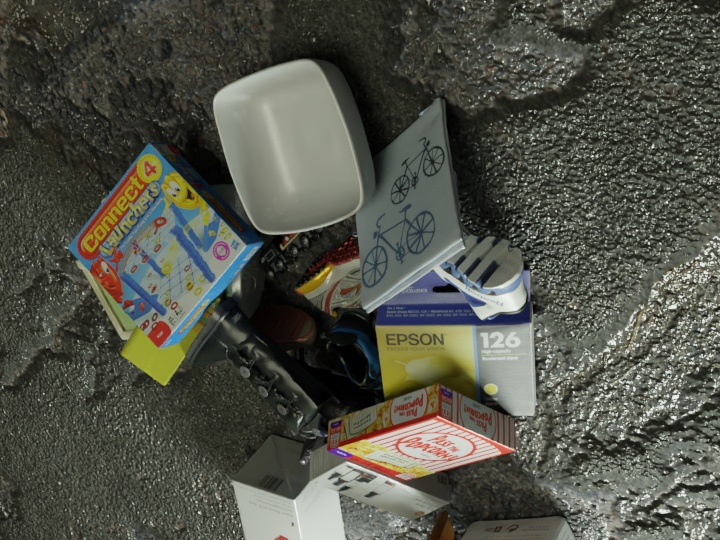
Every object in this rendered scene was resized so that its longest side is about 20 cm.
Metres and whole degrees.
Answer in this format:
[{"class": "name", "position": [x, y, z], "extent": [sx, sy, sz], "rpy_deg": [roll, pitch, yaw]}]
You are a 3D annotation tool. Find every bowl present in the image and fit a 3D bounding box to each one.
[{"class": "bowl", "position": [-0.071, -0.154, 1.243], "extent": [0.199, 0.075, 0.201], "rpy_deg": [-10, 102, 39]}]

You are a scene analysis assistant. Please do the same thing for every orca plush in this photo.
[{"class": "orca plush", "position": [-0.039, 0.160, 1.427], "extent": [0.200, 0.105, 0.071], "rpy_deg": [46, 172, 36]}]

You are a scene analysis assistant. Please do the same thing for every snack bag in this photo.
[{"class": "snack bag", "position": [0.051, -0.075, 1.183], "extent": [0.021, 0.201, 0.188], "rpy_deg": [15, 145, -31]}]

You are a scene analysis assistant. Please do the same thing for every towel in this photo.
[{"class": "towel", "position": [-0.273, 0.078, 1.453], "extent": [0.086, 0.018, 0.200], "rpy_deg": [37, 123, 0]}]

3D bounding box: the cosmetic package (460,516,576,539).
[{"class": "cosmetic package", "position": [0.230, 0.480, 1.420], "extent": [0.164, 0.165, 0.201], "rpy_deg": [-14, 110, 40]}]

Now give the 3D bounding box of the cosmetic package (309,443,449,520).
[{"class": "cosmetic package", "position": [0.029, 0.298, 1.438], "extent": [0.199, 0.051, 0.082], "rpy_deg": [28, 136, -31]}]

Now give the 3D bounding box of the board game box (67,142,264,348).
[{"class": "board game box", "position": [-0.266, -0.034, 1.364], "extent": [0.196, 0.056, 0.200], "rpy_deg": [45, 107, 10]}]

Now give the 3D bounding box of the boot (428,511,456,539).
[{"class": "boot", "position": [0.095, 0.425, 1.451], "extent": [0.068, 0.200, 0.189], "rpy_deg": [-10, 118, 35]}]

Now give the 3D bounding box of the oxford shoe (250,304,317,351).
[{"class": "oxford shoe", "position": [-0.131, 0.100, 1.485], "extent": [0.199, 0.071, 0.074], "rpy_deg": [-1, 133, 42]}]

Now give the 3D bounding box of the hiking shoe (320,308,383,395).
[{"class": "hiking shoe", "position": [0.027, 0.146, 1.385], "extent": [0.200, 0.087, 0.074], "rpy_deg": [46, 134, -1]}]

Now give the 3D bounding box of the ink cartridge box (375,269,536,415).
[{"class": "ink cartridge box", "position": [0.121, 0.096, 1.279], "extent": [0.196, 0.047, 0.201], "rpy_deg": [-2, 122, 12]}]

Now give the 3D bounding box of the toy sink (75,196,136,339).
[{"class": "toy sink", "position": [-0.334, -0.010, 1.507], "extent": [0.130, 0.112, 0.201], "rpy_deg": [-9, 114, 37]}]

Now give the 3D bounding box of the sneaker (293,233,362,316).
[{"class": "sneaker", "position": [0.000, 0.000, 1.325], "extent": [0.082, 0.078, 0.200], "rpy_deg": [44, 140, -14]}]

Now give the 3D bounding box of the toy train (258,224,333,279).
[{"class": "toy train", "position": [-0.083, -0.051, 1.367], "extent": [0.046, 0.034, 0.200], "rpy_deg": [56, 135, 7]}]

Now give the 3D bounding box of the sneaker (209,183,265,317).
[{"class": "sneaker", "position": [-0.206, -0.027, 1.433], "extent": [0.118, 0.074, 0.202], "rpy_deg": [3, 112, 25]}]

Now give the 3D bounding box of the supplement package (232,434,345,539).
[{"class": "supplement package", "position": [-0.111, 0.389, 1.620], "extent": [0.121, 0.120, 0.201], "rpy_deg": [10, 125, 27]}]

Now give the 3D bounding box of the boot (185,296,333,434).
[{"class": "boot", "position": [-0.146, 0.149, 1.425], "extent": [0.200, 0.066, 0.165], "rpy_deg": [41, 146, 3]}]

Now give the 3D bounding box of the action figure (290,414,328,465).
[{"class": "action figure", "position": [-0.009, 0.254, 1.492], "extent": [0.199, 0.069, 0.131], "rpy_deg": [-1, 128, 39]}]

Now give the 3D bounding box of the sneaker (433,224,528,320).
[{"class": "sneaker", "position": [0.127, 0.001, 1.197], "extent": [0.199, 0.081, 0.115], "rpy_deg": [37, 164, 44]}]

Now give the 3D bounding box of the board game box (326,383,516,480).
[{"class": "board game box", "position": [0.078, 0.214, 1.312], "extent": [0.151, 0.047, 0.199], "rpy_deg": [27, 142, -35]}]
